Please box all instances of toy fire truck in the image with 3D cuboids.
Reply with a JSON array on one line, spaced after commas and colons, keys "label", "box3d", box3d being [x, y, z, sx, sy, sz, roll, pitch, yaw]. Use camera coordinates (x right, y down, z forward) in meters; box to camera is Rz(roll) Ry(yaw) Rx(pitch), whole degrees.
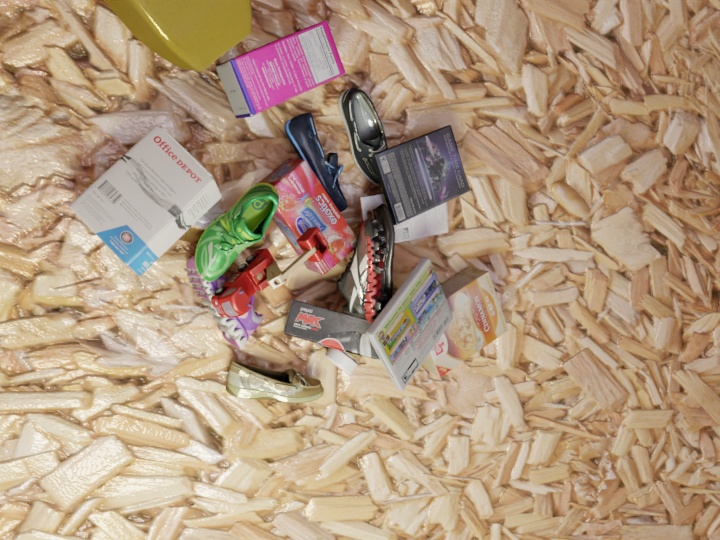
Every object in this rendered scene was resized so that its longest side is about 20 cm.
[{"label": "toy fire truck", "box3d": [-0.159, 0.005, 1.242, 0.200, 0.140, 0.049, -51, 122, -34]}]

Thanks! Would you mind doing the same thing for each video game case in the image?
[{"label": "video game case", "box3d": [0.125, -0.194, 1.409, 0.198, 0.019, 0.145, -26, 103, -29]}, {"label": "video game case", "box3d": [0.102, 0.106, 1.373, 0.201, 0.022, 0.183, -51, 136, -24]}]

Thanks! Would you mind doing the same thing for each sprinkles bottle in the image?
[{"label": "sprinkles bottle", "box3d": [0.010, 0.114, 1.439, 0.068, 0.068, 0.201, 40, 81, -26]}]

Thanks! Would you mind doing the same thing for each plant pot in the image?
[{"label": "plant pot", "box3d": [-0.286, -0.441, 1.132, 0.195, 0.194, 0.201, -42, 123, -13]}]

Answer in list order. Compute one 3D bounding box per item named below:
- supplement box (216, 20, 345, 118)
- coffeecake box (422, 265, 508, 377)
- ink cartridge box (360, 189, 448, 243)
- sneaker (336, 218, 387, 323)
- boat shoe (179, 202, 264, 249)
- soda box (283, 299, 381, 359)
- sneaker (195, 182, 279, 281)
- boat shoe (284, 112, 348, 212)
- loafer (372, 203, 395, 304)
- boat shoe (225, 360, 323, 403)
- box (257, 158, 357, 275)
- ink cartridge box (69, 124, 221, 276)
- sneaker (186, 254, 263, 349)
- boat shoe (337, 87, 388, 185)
[{"label": "supplement box", "box3d": [-0.142, -0.360, 1.259, 0.198, 0.101, 0.105, -28, 110, -20]}, {"label": "coffeecake box", "box3d": [0.208, 0.110, 1.533, 0.199, 0.073, 0.155, -30, 112, -18]}, {"label": "ink cartridge box", "box3d": [0.084, -0.117, 1.445, 0.197, 0.050, 0.111, -12, 105, -23]}, {"label": "sneaker", "box3d": [0.000, 0.000, 1.317, 0.071, 0.096, 0.203, -42, 135, -63]}, {"label": "boat shoe", "box3d": [-0.270, -0.089, 1.271, 0.197, 0.071, 0.070, 10, 69, -20]}, {"label": "soda box", "box3d": [-0.048, 0.116, 1.367, 0.197, 0.063, 0.072, 15, 82, -2]}, {"label": "sneaker", "box3d": [-0.213, -0.067, 1.201, 0.074, 0.084, 0.201, 38, 91, -22]}, {"label": "boat shoe", "box3d": [-0.069, -0.204, 1.333, 0.068, 0.084, 0.201, -32, 114, -5]}, {"label": "loafer", "box3d": [0.029, -0.029, 1.368, 0.070, 0.073, 0.203, 0, 98, -3]}, {"label": "boat shoe", "box3d": [-0.162, 0.215, 1.373, 0.198, 0.073, 0.064, 9, 100, -20]}, {"label": "box", "box3d": [-0.103, -0.102, 1.329, 0.099, 0.095, 0.201, -40, 114, -14]}, {"label": "ink cartridge box", "box3d": [-0.355, -0.117, 1.176, 0.145, 0.084, 0.200, 42, 79, 9]}, {"label": "sneaker", "box3d": [-0.246, 0.045, 1.301, 0.088, 0.080, 0.202, -38, 118, -22]}, {"label": "boat shoe", "box3d": [0.016, -0.259, 1.378, 0.075, 0.060, 0.202, -36, 113, -17]}]
